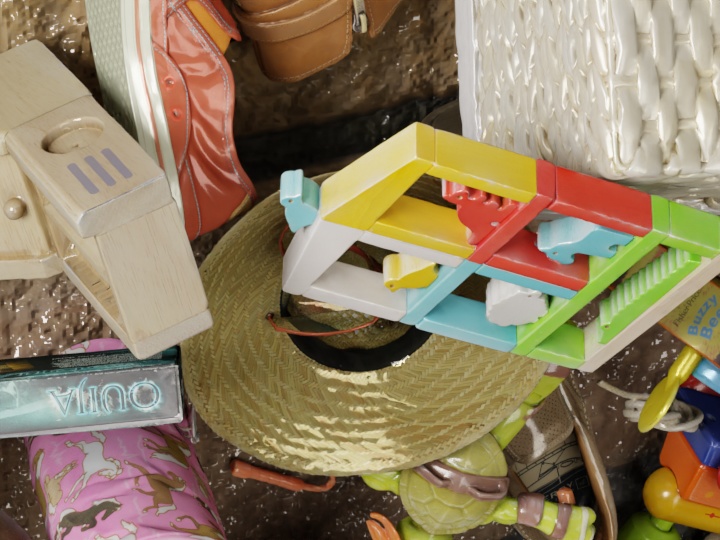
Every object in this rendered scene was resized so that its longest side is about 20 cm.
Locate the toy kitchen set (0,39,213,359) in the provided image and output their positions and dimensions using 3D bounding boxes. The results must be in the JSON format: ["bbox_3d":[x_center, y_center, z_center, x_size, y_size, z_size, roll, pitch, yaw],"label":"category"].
[{"bbox_3d":[-0.204,-0.038,1.244,0.199,0.180,0.164,-26,122,-14],"label":"toy kitchen set"}]

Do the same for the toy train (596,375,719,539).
[{"bbox_3d":[0.177,0.121,1.598,0.199,0.085,0.116,16,119,-33],"label":"toy train"}]

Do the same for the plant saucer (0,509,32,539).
[{"bbox_3d":[-0.223,0.136,1.346,0.200,0.200,0.037,45,47,-36],"label":"plant saucer"}]

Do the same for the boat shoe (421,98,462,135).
[{"bbox_3d":[0.124,-0.058,1.477,0.199,0.072,0.068,-8,123,-20],"label":"boat shoe"}]

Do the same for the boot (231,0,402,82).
[{"bbox_3d":[0.010,-0.190,1.352,0.200,0.077,0.156,-38,135,-22],"label":"boot"}]

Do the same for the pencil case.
[{"bbox_3d":[-0.107,0.111,1.356,0.086,0.200,0.083,-29,121,2],"label":"pencil case"}]

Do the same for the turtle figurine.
[{"bbox_3d":[0.042,0.089,1.471,0.199,0.064,0.162,20,108,-1],"label":"turtle figurine"}]

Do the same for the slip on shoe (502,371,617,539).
[{"bbox_3d":[0.087,0.077,1.531,0.076,0.061,0.201,-29,124,-13],"label":"slip on shoe"}]

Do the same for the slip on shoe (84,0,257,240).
[{"bbox_3d":[-0.088,-0.113,1.312,0.061,0.074,0.201,-11,95,-19],"label":"slip on shoe"}]

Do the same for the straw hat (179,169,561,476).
[{"bbox_3d":[0.000,0.000,1.395,0.200,0.085,0.202,-6,133,-7],"label":"straw hat"}]

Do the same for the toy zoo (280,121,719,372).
[{"bbox_3d":[0.054,-0.011,1.296,0.199,0.021,0.131,16,147,-24],"label":"toy zoo"}]

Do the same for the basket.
[{"bbox_3d":[0.162,-0.131,1.362,0.197,0.161,0.201,-1,86,-22],"label":"basket"}]

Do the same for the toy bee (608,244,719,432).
[{"bbox_3d":[0.204,0.030,1.481,0.109,0.199,0.132,5,98,-75],"label":"toy bee"}]

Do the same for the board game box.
[{"bbox_3d":[-0.178,0.058,1.283,0.199,0.135,0.028,-5,93,-3],"label":"board game box"}]
